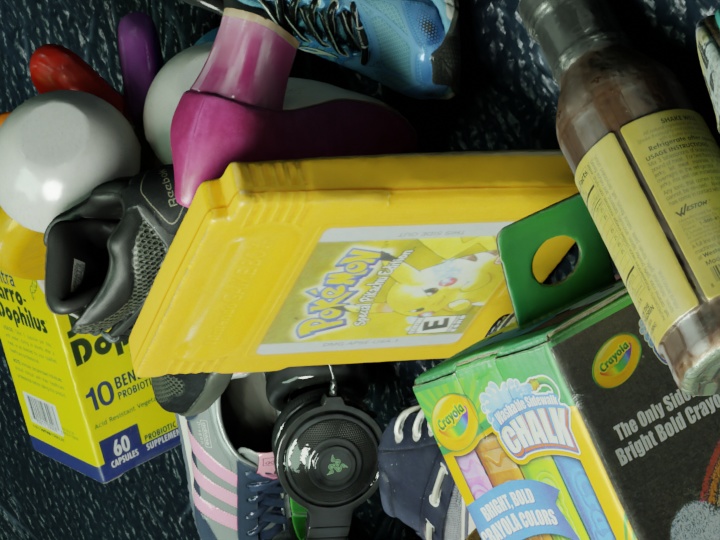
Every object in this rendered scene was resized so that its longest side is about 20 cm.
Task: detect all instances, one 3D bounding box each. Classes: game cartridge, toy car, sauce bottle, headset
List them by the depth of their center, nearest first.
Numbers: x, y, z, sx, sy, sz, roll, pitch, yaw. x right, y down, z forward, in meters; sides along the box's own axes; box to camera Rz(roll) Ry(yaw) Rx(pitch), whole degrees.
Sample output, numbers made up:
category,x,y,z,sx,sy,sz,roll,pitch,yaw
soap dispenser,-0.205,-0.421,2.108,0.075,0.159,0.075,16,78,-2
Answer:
category,x,y,z,sx,sy,sz,roll,pitch,yaw
sauce bottle,0.125,-0.045,0.847,0.065,0.064,0.201,118,137,-54
game cartridge,0.000,0.000,0.968,0.177,0.198,0.033,122,138,-55
toy car,-0.126,-0.075,1.128,0.175,0.199,0.151,84,167,-63
headset,-0.009,0.079,1.148,0.124,0.093,0.201,-102,14,-44

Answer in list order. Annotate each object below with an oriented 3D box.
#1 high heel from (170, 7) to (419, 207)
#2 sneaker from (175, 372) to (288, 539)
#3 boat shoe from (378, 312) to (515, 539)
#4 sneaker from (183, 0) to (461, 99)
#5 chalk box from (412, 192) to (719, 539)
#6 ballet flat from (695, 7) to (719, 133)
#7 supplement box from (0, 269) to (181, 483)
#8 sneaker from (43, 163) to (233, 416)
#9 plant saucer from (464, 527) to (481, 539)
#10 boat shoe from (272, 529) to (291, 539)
category,x,y,z,sx,sy,sz,roll,pitch,yaw
high heel,-0.030,-0.053,0.988,0.067,0.097,0.200,16,173,23
sneaker,-0.072,0.136,1.297,0.082,0.070,0.201,15,125,55
boat shoe,0.053,0.085,1.056,0.092,0.075,0.201,30,137,27
sneaker,-0.026,-0.129,1.016,0.199,0.090,0.079,30,135,43
chalk box,0.117,0.067,0.907,0.124,0.124,0.201,-25,89,59
ballet flat,0.191,-0.021,0.773,0.200,0.072,0.072,46,145,26
supplement box,-0.182,0.025,1.347,0.109,0.108,0.201,14,123,53
sneaker,-0.119,0.014,1.051,0.200,0.113,0.077,106,148,-55
plant saucer,0.111,0.216,0.983,0.035,0.200,0.201,-22,93,31
boat shoe,-0.026,0.245,1.308,0.071,0.068,0.201,2,141,26
